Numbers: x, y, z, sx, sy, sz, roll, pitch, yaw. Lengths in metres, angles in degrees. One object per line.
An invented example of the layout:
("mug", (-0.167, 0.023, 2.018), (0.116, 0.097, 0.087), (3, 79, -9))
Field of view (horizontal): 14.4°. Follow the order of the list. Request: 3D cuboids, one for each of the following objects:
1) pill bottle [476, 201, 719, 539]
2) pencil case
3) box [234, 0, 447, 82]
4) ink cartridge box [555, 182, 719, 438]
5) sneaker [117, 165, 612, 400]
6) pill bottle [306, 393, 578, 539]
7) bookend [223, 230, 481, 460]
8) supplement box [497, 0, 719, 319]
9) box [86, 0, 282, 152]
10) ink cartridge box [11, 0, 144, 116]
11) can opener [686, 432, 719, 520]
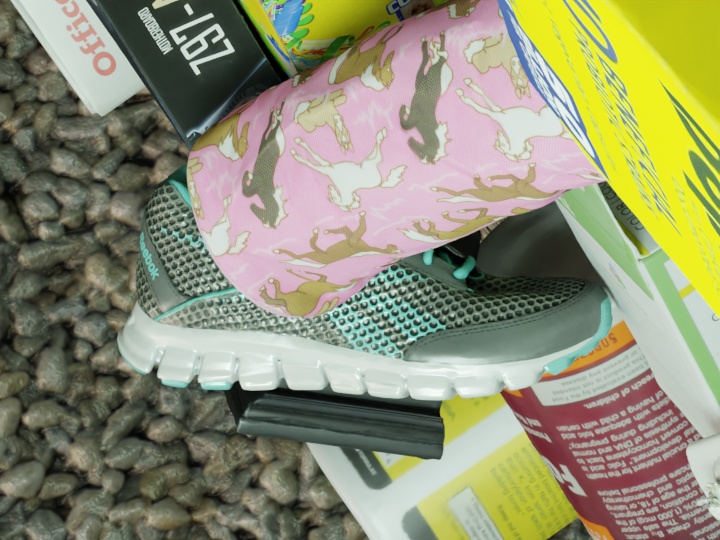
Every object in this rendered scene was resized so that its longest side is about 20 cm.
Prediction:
("pill bottle", (0.134, 0.064, 1.252), (0.200, 0.114, 0.114), (57, 178, -27))
("pencil case", (0.028, -0.044, 0.967), (0.200, 0.083, 0.087), (-19, 97, 45))
("box", (-0.025, -0.173, 1.067), (0.200, 0.122, 0.193), (55, 178, 27))
("ink cartridge box", (0.122, -0.011, 1.080), (0.200, 0.059, 0.104), (57, 178, -36))
("sneaker", (0.000, 0.000, 1.122), (0.078, 0.199, 0.092), (-64, -26, -74))
("pill bottle", (0.083, 0.070, 1.399), (0.115, 0.200, 0.114), (56, 178, 3))
("bookend", (-0.005, -0.051, 1.250), (0.200, 0.092, 0.200), (-114, 35, -66))
("supplement box", (0.104, -0.024, 0.422), (0.200, 0.109, 0.109), (54, 178, 35))
("box", (-0.104, -0.146, 1.057), (0.160, 0.043, 0.200), (54, 176, 48))
("ink cartridge box", (-0.107, -0.202, 1.536), (0.146, 0.200, 0.084), (56, 178, -19))
("can opener", (0.169, 0.064, 0.984), (0.053, 0.066, 0.200), (53, 163, -1))
